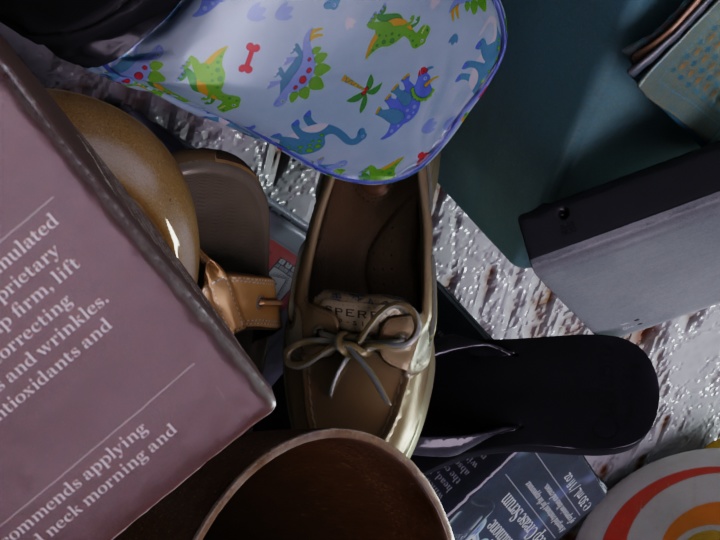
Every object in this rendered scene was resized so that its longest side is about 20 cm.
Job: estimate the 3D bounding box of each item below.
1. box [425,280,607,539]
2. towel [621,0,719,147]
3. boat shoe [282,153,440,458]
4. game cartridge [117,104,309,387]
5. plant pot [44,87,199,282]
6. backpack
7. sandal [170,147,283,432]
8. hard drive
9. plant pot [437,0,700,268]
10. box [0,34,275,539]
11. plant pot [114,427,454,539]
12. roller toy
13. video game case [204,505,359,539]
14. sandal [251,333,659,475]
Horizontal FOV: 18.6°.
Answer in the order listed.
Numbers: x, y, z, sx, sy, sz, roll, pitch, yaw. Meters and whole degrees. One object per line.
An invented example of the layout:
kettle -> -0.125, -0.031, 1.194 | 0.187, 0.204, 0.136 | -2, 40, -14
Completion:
box -> 0.013, 0.127, 1.152 | 0.200, 0.107, 0.148 | -42, 154, -1
towel -> 0.214, -0.131, 0.972 | 0.200, 0.022, 0.147 | -46, 145, 7
boat shoe -> 0.000, 0.000, 1.012 | 0.073, 0.202, 0.063 | 1, 161, 4
game cartridge -> -0.089, 0.015, 1.053 | 0.133, 0.041, 0.200 | -47, 139, 9
plant pot -> -0.150, 0.020, 0.901 | 0.199, 0.027, 0.201 | -19, 130, -25
backpack -> -0.031, -0.122, 0.922 | 0.164, 0.153, 0.200 | -55, 151, 3
sandal -> -0.068, 0.026, 1.011 | 0.080, 0.054, 0.201 | -22, 135, -23
hard drive -> 0.185, -0.028, 1.004 | 0.199, 0.033, 0.140 | -20, 158, 14
plant pot -> 0.118, -0.108, 1.042 | 0.140, 0.141, 0.201 | -5, 129, -36
box -> -0.165, -0.001, 0.750 | 0.166, 0.164, 0.200 | -38, 124, -2
plant pot -> -0.088, 0.154, 0.966 | 0.186, 0.199, 0.189 | -5, 96, -48
roller toy -> 0.223, 0.208, 1.353 | 0.199, 0.182, 0.140 | -31, 137, -14
video game case -> -0.050, 0.194, 1.052 | 0.018, 0.142, 0.202 | -26, 116, -62
sandal -> 0.044, 0.061, 1.048 | 0.198, 0.077, 0.043 | -10, 165, -2
